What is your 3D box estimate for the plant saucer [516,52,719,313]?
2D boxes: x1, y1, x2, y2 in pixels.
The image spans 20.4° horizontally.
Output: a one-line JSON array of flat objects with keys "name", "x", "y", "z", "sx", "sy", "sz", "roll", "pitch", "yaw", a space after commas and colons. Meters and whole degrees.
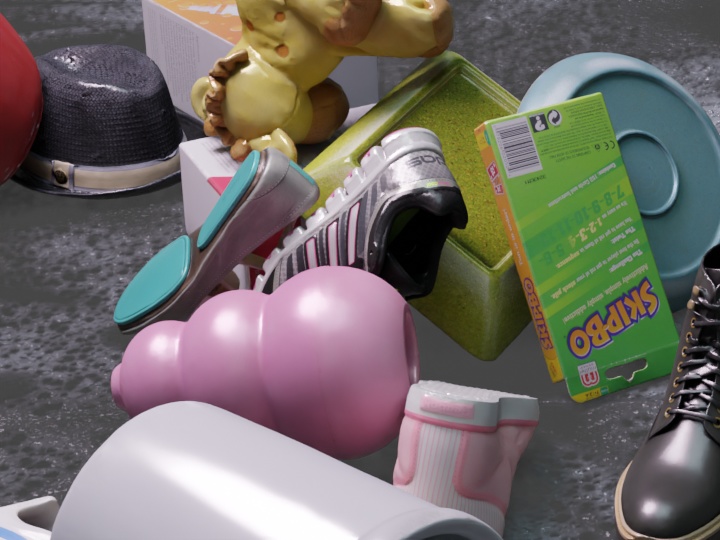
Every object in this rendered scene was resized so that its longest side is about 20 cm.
[{"name": "plant saucer", "x": 0.198, "y": -0.067, "z": 1.445, "sx": 0.199, "sy": 0.202, "sz": 0.027, "roll": -22, "pitch": -4, "yaw": -32}]

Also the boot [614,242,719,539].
[{"name": "boot", "x": 0.205, "y": 0.071, "z": 1.228, "sx": 0.077, "sy": 0.140, "sz": 0.200, "roll": 9, "pitch": 32, "yaw": 20}]

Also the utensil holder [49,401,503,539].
[{"name": "utensil holder", "x": -0.043, "y": 0.172, "z": 1.037, "sx": 0.199, "sy": 0.172, "sz": 0.169, "roll": 22, "pitch": 37, "yaw": 40}]

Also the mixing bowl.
[{"name": "mixing bowl", "x": -0.329, "y": -0.133, "z": 1.631, "sx": 0.108, "sy": 0.201, "sz": 0.200, "roll": 25, "pitch": 12, "yaw": -34}]

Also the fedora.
[{"name": "fedora", "x": -0.221, "y": -0.137, "z": 1.691, "sx": 0.198, "sy": 0.092, "sz": 0.201, "roll": -2, "pitch": 28, "yaw": 1}]

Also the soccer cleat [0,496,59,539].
[{"name": "soccer cleat", "x": -0.182, "y": 0.187, "z": 1.114, "sx": 0.086, "sy": 0.070, "sz": 0.200, "roll": -21, "pitch": 31, "yaw": -10}]

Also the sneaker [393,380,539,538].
[{"name": "sneaker", "x": 0.061, "y": 0.123, "z": 1.229, "sx": 0.075, "sy": 0.106, "sz": 0.200, "roll": 7, "pitch": 0, "yaw": 13}]

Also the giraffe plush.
[{"name": "giraffe plush", "x": -0.048, "y": -0.158, "z": 1.489, "sx": 0.198, "sy": 0.164, "sz": 0.173, "roll": 15, "pitch": 17, "yaw": -15}]

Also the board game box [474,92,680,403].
[{"name": "board game box", "x": 0.152, "y": -0.015, "z": 1.375, "sx": 0.095, "sy": 0.202, "sz": 0.030, "roll": -15, "pitch": -8, "yaw": -21}]

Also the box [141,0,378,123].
[{"name": "box", "x": -0.090, "y": -0.188, "z": 1.770, "sx": 0.124, "sy": 0.098, "sz": 0.200, "roll": -21, "pitch": 34, "yaw": -30}]

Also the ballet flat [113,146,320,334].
[{"name": "ballet flat", "x": -0.100, "y": -0.006, "z": 1.411, "sx": 0.063, "sy": 0.200, "sz": 0.068, "roll": 30, "pitch": 37, "yaw": -22}]

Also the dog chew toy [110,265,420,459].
[{"name": "dog chew toy", "x": -0.063, "y": 0.065, "z": 1.291, "sx": 0.198, "sy": 0.126, "sz": 0.125, "roll": -7, "pitch": 28, "yaw": 9}]

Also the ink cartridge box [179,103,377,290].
[{"name": "ink cartridge box", "x": -0.023, "y": -0.054, "z": 1.534, "sx": 0.198, "sy": 0.086, "sz": 0.148, "roll": -12, "pitch": 30, "yaw": -20}]

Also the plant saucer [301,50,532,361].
[{"name": "plant saucer", "x": 0.079, "y": -0.064, "z": 1.449, "sx": 0.200, "sy": 0.048, "sz": 0.200, "roll": 39, "pitch": 57, "yaw": 12}]

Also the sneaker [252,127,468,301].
[{"name": "sneaker", "x": 0.000, "y": 0.000, "z": 1.357, "sx": 0.074, "sy": 0.200, "sz": 0.088, "roll": 29, "pitch": 16, "yaw": -46}]
